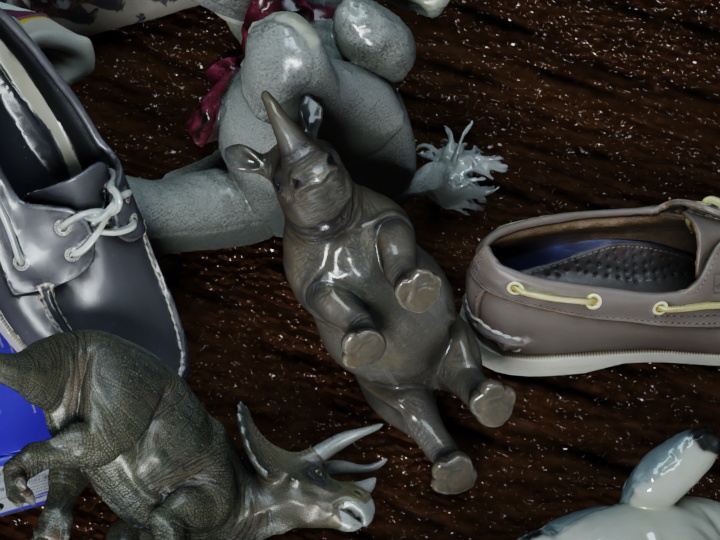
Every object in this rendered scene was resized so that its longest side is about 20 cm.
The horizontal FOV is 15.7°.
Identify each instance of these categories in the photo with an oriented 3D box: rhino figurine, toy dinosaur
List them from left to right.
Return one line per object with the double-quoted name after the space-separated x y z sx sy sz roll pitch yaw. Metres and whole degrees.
-0.094 0.072 1.062 0.200 0.077 0.102 33 55 -16 "toy dinosaur"
0.000 0.000 1.084 0.060 0.200 0.087 -32 38 -1 "rhino figurine"

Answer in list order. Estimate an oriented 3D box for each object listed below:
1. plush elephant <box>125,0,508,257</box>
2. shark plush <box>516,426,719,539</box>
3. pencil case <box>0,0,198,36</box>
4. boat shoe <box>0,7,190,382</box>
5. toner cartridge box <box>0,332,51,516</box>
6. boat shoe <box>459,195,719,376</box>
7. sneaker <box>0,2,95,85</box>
-0.033 -0.102 1.186 0.200 0.165 0.155 2 58 -40 "plush elephant"
0.077 0.139 1.041 0.200 0.083 0.091 -25 88 -17 "shark plush"
-0.113 -0.164 1.274 0.200 0.090 0.078 -16 50 -16 "pencil case"
-0.128 -0.025 1.080 0.073 0.063 0.200 -37 101 -31 "boat shoe"
-0.200 0.023 1.140 0.095 0.043 0.200 -13 52 -16 "toner cartridge box"
0.144 0.001 1.169 0.200 0.060 0.072 -6 50 -8 "boat shoe"
-0.182 -0.046 1.123 0.090 0.075 0.200 11 50 12 "sneaker"
